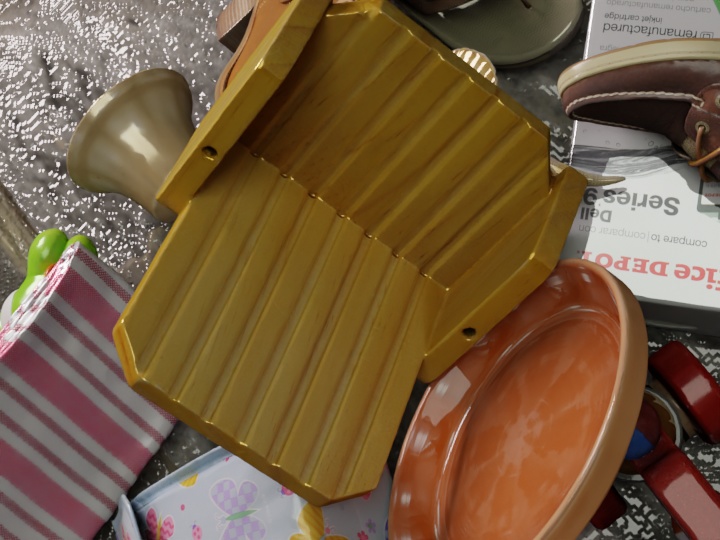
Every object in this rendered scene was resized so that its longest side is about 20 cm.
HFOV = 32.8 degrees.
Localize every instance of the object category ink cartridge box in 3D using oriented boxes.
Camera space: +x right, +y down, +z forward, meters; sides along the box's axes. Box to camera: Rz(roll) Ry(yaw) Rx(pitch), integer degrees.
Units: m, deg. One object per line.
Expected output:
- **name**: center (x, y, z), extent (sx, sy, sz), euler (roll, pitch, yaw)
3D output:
- **ink cartridge box**: center (0.205, -0.068, 0.764), extent (0.144, 0.084, 0.203), euler (7, 81, 14)

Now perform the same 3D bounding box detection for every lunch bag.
- **lunch bag**: center (-0.067, 0.199, 0.744), extent (0.199, 0.126, 0.171), euler (-30, 71, 35)

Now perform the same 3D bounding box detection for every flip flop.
- **flip flop**: center (0.060, -0.207, 0.836), extent (0.199, 0.058, 0.081), euler (37, 89, 16)

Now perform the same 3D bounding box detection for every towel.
- **towel**: center (-0.191, 0.102, 0.777), extent (0.030, 0.146, 0.201), euler (19, 68, 49)

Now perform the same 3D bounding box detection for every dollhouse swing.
- **dollhouse swing**: center (-0.006, -0.009, 0.665), extent (0.199, 0.177, 0.182), euler (35, 127, -14)

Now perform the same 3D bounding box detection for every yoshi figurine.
- **yoshi figurine**: center (-0.211, 0.070, 0.838), extent (0.112, 0.111, 0.202), euler (25, 102, 55)

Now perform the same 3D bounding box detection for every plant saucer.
- **plant saucer**: center (0.085, 0.089, 0.663), extent (0.032, 0.200, 0.202), euler (31, 87, -19)

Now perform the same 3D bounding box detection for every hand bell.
- **hand bell**: center (-0.094, -0.030, 0.801), extent (0.104, 0.104, 0.200), euler (-45, 69, 1)

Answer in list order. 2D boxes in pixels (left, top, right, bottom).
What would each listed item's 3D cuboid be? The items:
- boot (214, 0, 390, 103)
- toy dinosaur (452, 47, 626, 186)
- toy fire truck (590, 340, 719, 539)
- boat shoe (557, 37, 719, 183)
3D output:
- **boot**: center (-0.020, -0.152, 0.793), extent (0.154, 0.073, 0.202), euler (-34, 51, 24)
- **toy dinosaur**: center (0.057, -0.083, 0.753), extent (0.200, 0.058, 0.102), euler (43, 105, 30)
- **toy fire truck**: center (0.180, 0.122, 0.690), extent (0.112, 0.168, 0.201), euler (-36, 74, 3)
- **boat shoe**: center (0.210, -0.083, 0.687), extent (0.197, 0.072, 0.073), euler (4, 79, 6)
